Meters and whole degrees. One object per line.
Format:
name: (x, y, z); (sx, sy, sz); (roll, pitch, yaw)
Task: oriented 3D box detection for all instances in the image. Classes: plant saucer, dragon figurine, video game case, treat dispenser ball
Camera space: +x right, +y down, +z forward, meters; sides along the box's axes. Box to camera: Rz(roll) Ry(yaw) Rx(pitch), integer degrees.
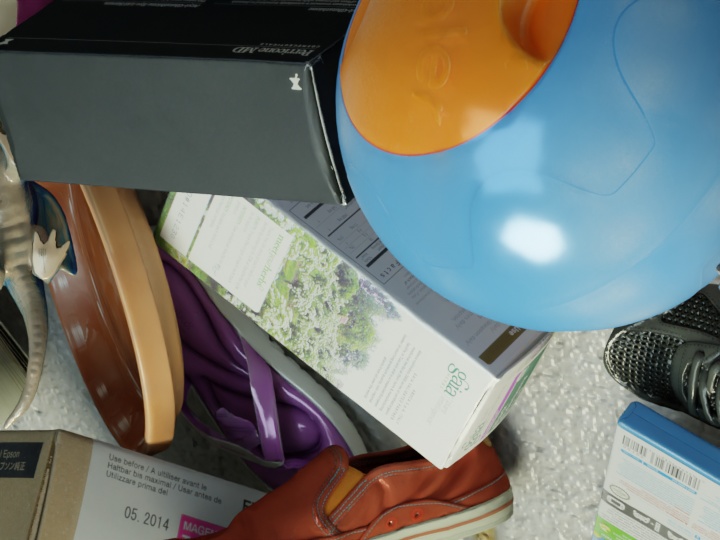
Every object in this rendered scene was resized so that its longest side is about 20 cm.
plant saucer: (-0.137, 0.003, 1.408); (0.200, 0.032, 0.200); (162, 90, -74)
dragon figurine: (-0.181, -0.020, 1.350); (0.099, 0.059, 0.200); (114, 140, -83)
video game case: (0.180, 0.155, 1.297); (0.143, 0.018, 0.200); (30, 150, 17)
treat dispenser ball: (0.089, -0.073, 1.130); (0.201, 0.201, 0.201); (19, 128, 26)

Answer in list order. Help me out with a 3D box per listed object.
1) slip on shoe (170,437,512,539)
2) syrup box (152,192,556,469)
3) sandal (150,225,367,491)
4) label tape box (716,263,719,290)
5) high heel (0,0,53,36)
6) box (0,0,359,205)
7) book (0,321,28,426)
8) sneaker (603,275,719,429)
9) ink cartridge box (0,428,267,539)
slip on shoe: (-0.018, 0.123, 1.353); (0.074, 0.200, 0.061); (-170, 67, -72)
syrup box: (0.000, 0.000, 1.328); (0.200, 0.081, 0.079); (37, 136, 11)
sandal: (-0.073, 0.068, 1.449); (0.203, 0.050, 0.082); (50, 135, 0)
label tape box: (0.230, 0.016, 1.083); (0.144, 0.200, 0.063); (39, 133, 10)
high heel: (-0.214, -0.125, 1.395); (0.067, 0.096, 0.200); (22, 129, 24)
box: (-0.060, -0.101, 1.266); (0.200, 0.141, 0.079); (6, 120, 35)
book: (-0.277, 0.005, 1.500); (0.134, 0.048, 0.200); (29, 161, 25)
sneaker: (0.198, 0.058, 1.215); (0.200, 0.086, 0.080); (11, 122, 32)
ink cartridge box: (-0.138, 0.146, 1.439); (0.200, 0.075, 0.165); (23, 162, -37)
